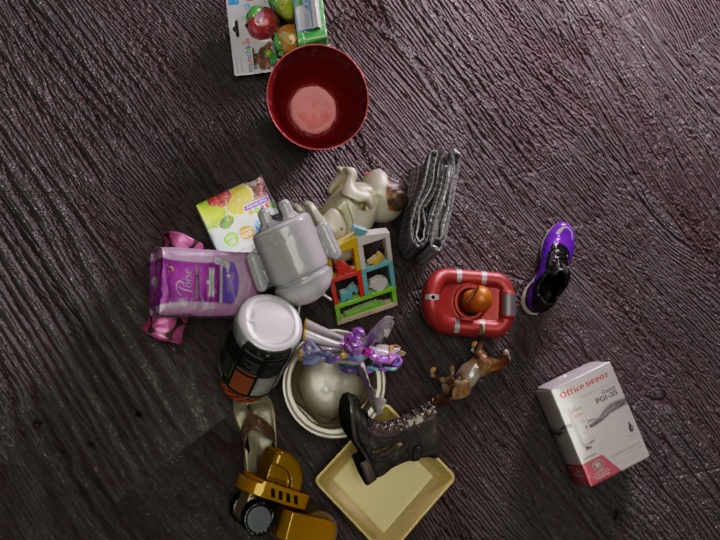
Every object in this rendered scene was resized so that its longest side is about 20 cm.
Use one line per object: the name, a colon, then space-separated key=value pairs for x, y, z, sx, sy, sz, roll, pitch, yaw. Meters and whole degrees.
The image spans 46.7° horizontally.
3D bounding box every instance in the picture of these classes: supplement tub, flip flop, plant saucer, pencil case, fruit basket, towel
supplement tub: x=-0.183 y=0.145 z=1.480 sx=0.120 sy=0.201 sz=0.124 roll=13 pitch=50 yaw=-16
flip flop: x=-0.192 y=0.311 z=1.545 sx=0.079 sy=0.058 sz=0.204 roll=-5 pitch=83 yaw=-10
plant saucer: x=0.045 y=0.393 z=1.580 sx=0.200 sy=0.048 sz=0.200 roll=46 pitch=78 yaw=-1
pencil case: x=-0.350 y=0.033 z=1.546 sx=0.090 sy=0.092 sz=0.204 roll=24 pitch=74 yaw=-49
fruit basket: x=-0.163 y=-0.489 z=1.651 sx=0.196 sy=0.094 sz=0.189 roll=-6 pitch=83 yaw=-7
towel: x=0.129 y=-0.124 z=1.612 sx=0.084 sy=0.166 sz=0.204 roll=12 pitch=80 yaw=-2

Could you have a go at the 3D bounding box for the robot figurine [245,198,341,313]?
robot figurine: x=-0.120 y=-0.024 z=1.488 sx=0.167 sy=0.113 sz=0.203 roll=-24 pitch=97 yaw=-1

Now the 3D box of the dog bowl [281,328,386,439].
dog bowl: x=-0.053 y=0.213 z=1.576 sx=0.196 sy=0.074 sz=0.204 roll=1 pitch=82 yaw=-10

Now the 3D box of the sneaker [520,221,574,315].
sneaker: x=0.394 y=-0.006 z=1.671 sx=0.069 sy=0.099 sz=0.203 roll=24 pitch=79 yaw=-7

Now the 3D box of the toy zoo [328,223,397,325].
toy zoo: x=0.000 y=0.000 z=1.580 sx=0.129 sy=0.021 sz=0.203 roll=-18 pitch=125 yaw=-12

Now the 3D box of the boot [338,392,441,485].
boot: x=0.059 y=0.282 z=1.525 sx=0.172 sy=0.069 sz=0.203 roll=-22 pitch=113 yaw=-16

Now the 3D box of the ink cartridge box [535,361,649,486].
ink cartridge box: x=0.455 y=0.299 z=1.646 sx=0.144 sy=0.083 sz=0.203 roll=-22 pitch=86 yaw=-12

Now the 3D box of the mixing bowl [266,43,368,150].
mixing bowl: x=-0.089 y=-0.324 z=1.626 sx=0.196 sy=0.108 sz=0.205 roll=1 pitch=86 yaw=-10

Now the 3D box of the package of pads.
package of pads: x=-0.274 y=0.024 z=1.490 sx=0.197 sy=0.075 sz=0.123 roll=3 pitch=82 yaw=-29

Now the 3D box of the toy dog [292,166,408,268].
toy dog: x=-0.002 y=-0.113 z=1.602 sx=0.198 sy=0.139 sz=0.196 roll=-34 pitch=93 yaw=-14

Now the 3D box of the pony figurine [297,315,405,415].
pony figurine: x=-0.008 y=0.144 z=1.467 sx=0.196 sy=0.193 sz=0.170 roll=12 pitch=96 yaw=-4

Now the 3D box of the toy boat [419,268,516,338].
toy boat: x=0.216 y=0.059 z=1.615 sx=0.196 sy=0.131 sz=0.133 roll=4 pitch=81 yaw=-9

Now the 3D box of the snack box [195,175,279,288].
snack box: x=-0.211 y=-0.060 z=1.598 sx=0.140 sy=0.053 sz=0.203 roll=-25 pitch=88 yaw=-10

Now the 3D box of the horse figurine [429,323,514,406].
horse figurine: x=0.205 y=0.197 z=1.616 sx=0.200 sy=0.133 sz=0.050 roll=-42 pitch=48 yaw=-13

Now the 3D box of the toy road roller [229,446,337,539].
toy road roller: x=-0.130 y=0.404 z=1.492 sx=0.197 sy=0.123 sz=0.148 roll=22 pitch=79 yaw=-19
